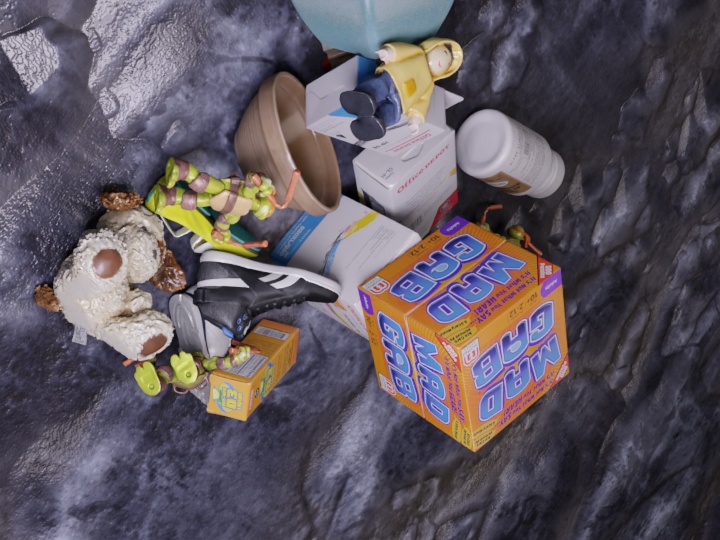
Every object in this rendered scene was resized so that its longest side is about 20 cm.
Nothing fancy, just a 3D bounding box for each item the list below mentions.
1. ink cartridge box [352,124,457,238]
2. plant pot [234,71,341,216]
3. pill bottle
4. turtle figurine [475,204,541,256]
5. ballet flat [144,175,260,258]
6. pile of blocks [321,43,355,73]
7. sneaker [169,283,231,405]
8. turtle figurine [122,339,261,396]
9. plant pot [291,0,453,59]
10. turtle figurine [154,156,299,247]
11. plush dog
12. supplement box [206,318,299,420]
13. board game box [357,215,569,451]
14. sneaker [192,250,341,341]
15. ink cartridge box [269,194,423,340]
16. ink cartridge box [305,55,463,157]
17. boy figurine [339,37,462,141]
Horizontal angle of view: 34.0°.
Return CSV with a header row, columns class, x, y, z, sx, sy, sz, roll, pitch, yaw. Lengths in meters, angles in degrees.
class,x,y,z,sx,sy,sz,roll,pitch,yaw
ink cartridge box,0.073,-0.134,1.806,0.148,0.086,0.200,-43,153,-19
plant pot,-0.108,-0.161,1.604,0.093,0.201,0.201,-20,141,17
pill bottle,0.256,-0.189,1.979,0.200,0.114,0.115,18,98,-49
turtle figurine,0.254,-0.017,2.104,0.200,0.064,0.161,33,88,-48
ballet flat,-0.220,-0.061,1.612,0.067,0.067,0.200,-40,137,8
pile of blocks,-0.017,-0.282,1.702,0.062,0.082,0.200,-14,122,11
sneaker,-0.215,0.107,1.699,0.080,0.076,0.200,-34,135,-41
turtle figurine,-0.242,0.133,1.570,0.161,0.200,0.065,-11,98,-80
plant pot,0.015,-0.393,1.541,0.196,0.196,0.200,-27,125,-33
turtle figurine,-0.169,-0.099,1.488,0.161,0.200,0.065,13,61,-23
plush dog,-0.311,-0.007,1.504,0.172,0.160,0.200,-57,139,-36
supplement box,-0.155,0.142,1.716,0.200,0.069,0.067,-46,148,-61
board game box,0.148,0.084,1.648,0.200,0.200,0.200,-35,134,-26
sneaker,-0.132,0.049,1.622,0.200,0.073,0.112,13,76,-7
ink cartridge box,0.000,0.000,1.756,0.145,0.200,0.147,-50,138,-12
ink cartridge box,0.037,-0.217,1.616,0.200,0.116,0.067,14,67,-37
boy figurine,0.060,-0.238,1.517,0.200,0.064,0.125,-39,120,-36
